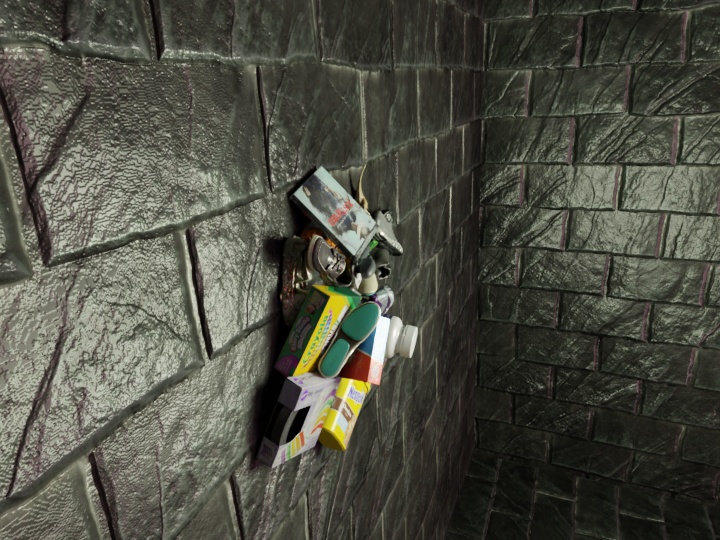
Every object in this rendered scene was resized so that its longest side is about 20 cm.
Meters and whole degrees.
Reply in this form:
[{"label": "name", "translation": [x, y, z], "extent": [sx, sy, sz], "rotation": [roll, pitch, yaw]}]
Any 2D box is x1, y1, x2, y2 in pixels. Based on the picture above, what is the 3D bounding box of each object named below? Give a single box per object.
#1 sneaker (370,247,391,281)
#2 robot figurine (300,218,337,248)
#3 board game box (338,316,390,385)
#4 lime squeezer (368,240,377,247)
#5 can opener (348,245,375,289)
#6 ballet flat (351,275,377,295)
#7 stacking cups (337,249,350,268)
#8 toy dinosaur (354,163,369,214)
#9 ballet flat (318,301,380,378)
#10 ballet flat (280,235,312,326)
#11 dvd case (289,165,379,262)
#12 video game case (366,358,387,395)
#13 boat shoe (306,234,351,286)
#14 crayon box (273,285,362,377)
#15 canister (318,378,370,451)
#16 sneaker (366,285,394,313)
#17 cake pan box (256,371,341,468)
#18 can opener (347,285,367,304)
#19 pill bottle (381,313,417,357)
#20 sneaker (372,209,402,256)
[{"label": "sneaker", "translation": [0.055, -0.009, 1.498], "extent": [0.200, 0.090, 0.077], "rotation": [-48, 137, -56]}, {"label": "robot figurine", "translation": [-0.076, -0.104, 1.209], "extent": [0.146, 0.058, 0.201], "rotation": [76, 30, -43]}, {"label": "board game box", "translation": [-0.020, 0.185, 1.231], "extent": [0.040, 0.199, 0.155], "rotation": [20, 74, -37]}, {"label": "lime squeezer", "translation": [0.021, -0.052, 1.421], "extent": [0.038, 0.070, 0.200], "rotation": [60, 4, 0]}, {"label": "can opener", "translation": [0.013, -0.013, 1.191], "extent": [0.200, 0.066, 0.054], "rotation": [-63, 143, -69]}, {"label": "ballet flat", "translation": [0.000, 0.000, 1.323], "extent": [0.200, 0.069, 0.070], "rotation": [-120, -155, -68]}, {"label": "stacking cups", "translation": [-0.018, -0.063, 1.327], "extent": [0.200, 0.060, 0.061], "rotation": [-56, 144, -60]}, {"label": "toy dinosaur", "translation": [-0.001, -0.185, 1.397], "extent": [0.201, 0.057, 0.102], "rotation": [78, 13, -50]}, {"label": "ballet flat", "translation": [-0.028, 0.155, 1.159], "extent": [0.201, 0.069, 0.070], "rotation": [-54, 149, -9]}, {"label": "ballet flat", "translation": [-0.134, 0.028, 1.095], "extent": [0.075, 0.063, 0.203], "rotation": [-19, 113, -58]}, {"label": "dvd case", "translation": [-0.054, -0.130, 1.155], "extent": [0.200, 0.022, 0.146], "rotation": [46, 41, -11]}, {"label": "video game case", "translation": [0.040, 0.283, 1.524], "extent": [0.200, 0.035, 0.183], "rotation": [-45, 154, -56]}, {"label": "boat shoe", "translation": [-0.062, -0.016, 1.097], "extent": [0.200, 0.064, 0.073], "rotation": [66, 40, -64]}, {"label": "crayon box", "translation": [-0.091, 0.135, 1.143], "extent": [0.202, 0.058, 0.172], "rotation": [-65, 159, 7]}, {"label": "canister", "translation": [-0.051, 0.347, 1.332], "extent": [0.149, 0.086, 0.201], "rotation": [68, 36, -46]}, {"label": "sneaker", "translation": [0.024, 0.132, 1.465], "extent": [0.087, 0.074, 0.202], "rotation": [-14, 134, -42]}, {"label": "cake pan box", "translation": [-0.132, 0.317, 1.118], "extent": [0.200, 0.052, 0.186], "rotation": [14, 98, -66]}, {"label": "can opener", "translation": [-0.015, 0.071, 1.392], "extent": [0.200, 0.066, 0.053], "rotation": [18, 79, -72]}, {"label": "pill bottle", "translation": [0.047, 0.168, 1.358], "extent": [0.111, 0.198, 0.113], "rotation": [12, 90, -76]}, {"label": "sneaker", "translation": [0.089, -0.125, 1.576], "extent": [0.200, 0.074, 0.117], "rotation": [43, 54, -61]}]
